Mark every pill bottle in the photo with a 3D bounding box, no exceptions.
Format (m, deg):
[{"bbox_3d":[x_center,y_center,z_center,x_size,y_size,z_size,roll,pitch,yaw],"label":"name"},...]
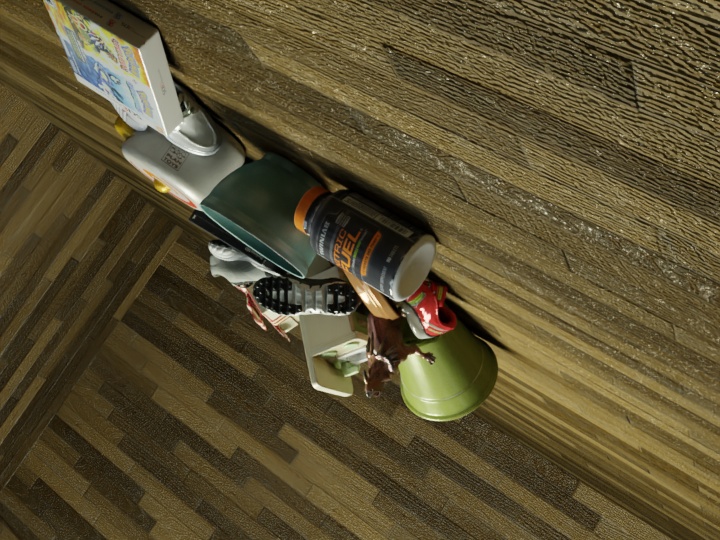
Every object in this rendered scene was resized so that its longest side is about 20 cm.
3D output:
[{"bbox_3d":[0.001,-0.047,1.367,0.199,0.107,0.106,30,172,25],"label":"pill bottle"}]

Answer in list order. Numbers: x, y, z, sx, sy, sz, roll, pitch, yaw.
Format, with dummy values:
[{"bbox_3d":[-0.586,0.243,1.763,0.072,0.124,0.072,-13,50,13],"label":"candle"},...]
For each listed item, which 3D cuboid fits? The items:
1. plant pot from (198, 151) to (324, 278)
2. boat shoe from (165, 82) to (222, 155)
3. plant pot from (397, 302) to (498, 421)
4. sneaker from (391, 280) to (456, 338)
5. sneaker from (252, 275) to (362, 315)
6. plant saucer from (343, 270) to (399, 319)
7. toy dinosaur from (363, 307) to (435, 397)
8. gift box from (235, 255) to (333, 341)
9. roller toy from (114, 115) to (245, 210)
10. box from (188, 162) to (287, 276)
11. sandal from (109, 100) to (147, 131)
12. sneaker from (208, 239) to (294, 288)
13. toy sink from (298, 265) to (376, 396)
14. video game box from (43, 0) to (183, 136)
[{"bbox_3d":[-0.134,-0.099,1.508,0.200,0.135,0.200,34,173,5],"label":"plant pot"},{"bbox_3d":[-0.290,-0.248,1.474,0.200,0.074,0.067,38,170,-24],"label":"boat shoe"},{"bbox_3d":[0.137,0.147,1.804,0.200,0.200,0.190,27,157,42],"label":"plant pot"},{"bbox_3d":[0.102,0.031,1.610,0.084,0.077,0.200,-14,131,27],"label":"sneaker"},{"bbox_3d":[-0.084,0.043,1.644,0.199,0.067,0.090,3,-177,18],"label":"sneaker"},{"bbox_3d":[0.000,0.000,1.604,0.201,0.037,0.200,57,-176,-7],"label":"plant saucer"},{"bbox_3d":[0.041,0.114,1.656,0.135,0.086,0.201,16,-135,-46],"label":"toy dinosaur"},{"bbox_3d":[-0.147,0.013,1.884,0.185,0.186,0.200,56,179,25],"label":"gift box"},{"bbox_3d":[-0.301,-0.193,1.612,0.182,0.140,0.200,28,170,37],"label":"roller toy"},{"bbox_3d":[-0.185,-0.099,1.682,0.199,0.142,0.079,30,178,33],"label":"box"},{"bbox_3d":[-0.386,-0.321,1.526,0.207,0.059,0.079,54,150,2],"label":"sandal"},{"bbox_3d":[-0.196,-0.002,1.756,0.199,0.080,0.074,17,-161,32],"label":"sneaker"},{"bbox_3d":[-0.027,0.111,1.747,0.130,0.112,0.201,25,-133,-55],"label":"toy sink"},{"bbox_3d":[-0.342,-0.297,1.338,0.181,0.047,0.200,30,157,15],"label":"video game box"}]
